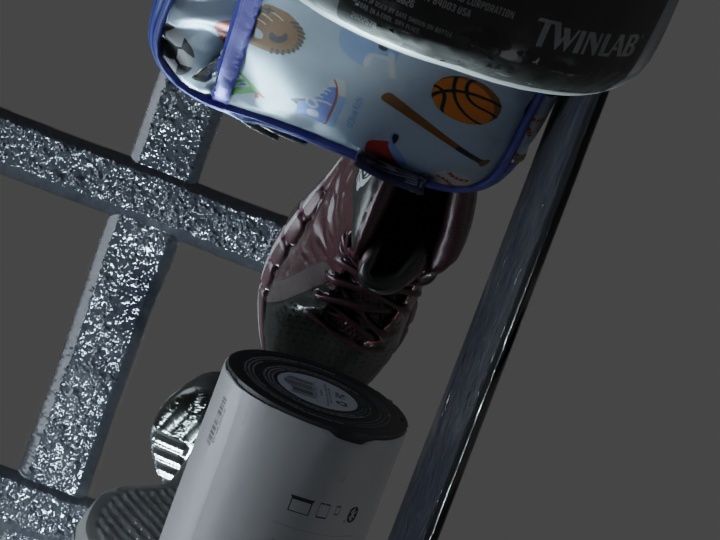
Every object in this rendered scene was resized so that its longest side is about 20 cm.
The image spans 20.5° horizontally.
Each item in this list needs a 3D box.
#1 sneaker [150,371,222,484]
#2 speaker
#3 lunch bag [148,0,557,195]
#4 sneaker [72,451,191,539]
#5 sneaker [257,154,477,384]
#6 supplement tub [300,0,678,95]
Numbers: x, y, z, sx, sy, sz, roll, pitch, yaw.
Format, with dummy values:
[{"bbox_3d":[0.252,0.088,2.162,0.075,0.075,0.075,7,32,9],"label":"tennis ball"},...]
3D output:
[{"bbox_3d":[-0.065,0.094,1.178,0.116,0.075,0.200,-56,-16,-34],"label":"sneaker"},{"bbox_3d":[-0.051,0.139,0.814,0.081,0.081,0.201,-82,12,-76],"label":"speaker"},{"bbox_3d":[0.005,-0.113,0.699,0.200,0.160,0.076,116,174,-55],"label":"lunch bag"},{"bbox_3d":[-0.088,0.143,0.940,0.080,0.078,0.200,-63,-11,12],"label":"sneaker"},{"bbox_3d":[0.000,0.000,0.882,0.116,0.075,0.201,-82,13,-61],"label":"sneaker"},{"bbox_3d":[0.052,-0.156,0.492,0.123,0.122,0.201,-77,8,-66],"label":"supplement tub"}]
